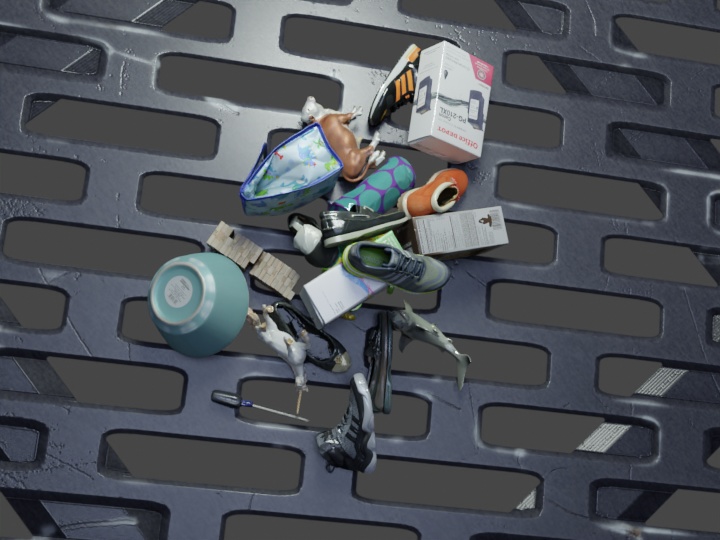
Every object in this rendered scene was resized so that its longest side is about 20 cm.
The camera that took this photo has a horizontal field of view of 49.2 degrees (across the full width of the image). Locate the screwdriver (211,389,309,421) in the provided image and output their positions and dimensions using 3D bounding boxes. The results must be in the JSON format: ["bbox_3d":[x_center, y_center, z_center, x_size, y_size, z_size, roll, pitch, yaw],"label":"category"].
[{"bbox_3d":[-0.194,0.264,1.530,0.195,0.028,0.030,12,51,-7],"label":"screwdriver"}]

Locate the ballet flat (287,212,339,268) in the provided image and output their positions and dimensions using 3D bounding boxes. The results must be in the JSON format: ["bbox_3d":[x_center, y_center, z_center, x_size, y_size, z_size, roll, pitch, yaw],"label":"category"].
[{"bbox_3d":[-0.101,-0.061,1.510,0.068,0.200,0.069,34,95,-29],"label":"ballet flat"}]

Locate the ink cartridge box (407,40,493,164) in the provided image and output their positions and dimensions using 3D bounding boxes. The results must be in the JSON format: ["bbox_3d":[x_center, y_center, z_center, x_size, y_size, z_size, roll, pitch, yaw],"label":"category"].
[{"bbox_3d":[0.186,-0.340,1.616,0.142,0.084,0.205,15,79,-33],"label":"ink cartridge box"}]

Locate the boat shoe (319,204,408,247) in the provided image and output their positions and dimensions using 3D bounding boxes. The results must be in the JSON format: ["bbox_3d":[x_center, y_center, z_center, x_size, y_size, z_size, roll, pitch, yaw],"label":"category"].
[{"bbox_3d":[0.010,-0.094,1.460,0.197,0.071,0.069,-13,81,-37],"label":"boat shoe"}]

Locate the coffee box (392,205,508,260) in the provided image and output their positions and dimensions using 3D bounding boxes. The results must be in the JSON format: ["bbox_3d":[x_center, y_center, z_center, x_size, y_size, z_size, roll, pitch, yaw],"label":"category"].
[{"bbox_3d":[0.178,-0.068,1.567,0.196,0.114,0.082,-9,83,-19],"label":"coffee box"}]

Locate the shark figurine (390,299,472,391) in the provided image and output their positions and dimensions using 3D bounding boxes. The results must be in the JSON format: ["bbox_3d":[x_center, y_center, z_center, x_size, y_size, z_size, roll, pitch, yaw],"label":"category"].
[{"bbox_3d":[0.125,0.145,1.578,0.213,0.129,0.090,35,104,-19],"label":"shark figurine"}]

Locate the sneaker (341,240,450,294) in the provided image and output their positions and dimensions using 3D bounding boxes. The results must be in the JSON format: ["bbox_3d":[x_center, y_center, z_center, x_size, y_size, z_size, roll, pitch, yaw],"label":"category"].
[{"bbox_3d":[0.065,-0.006,1.389,0.195,0.081,0.076,10,81,-7],"label":"sneaker"}]

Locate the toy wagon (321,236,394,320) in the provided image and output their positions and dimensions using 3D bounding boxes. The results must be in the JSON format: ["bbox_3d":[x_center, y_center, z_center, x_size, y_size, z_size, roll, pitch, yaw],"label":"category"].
[{"bbox_3d":[0.000,0.000,1.588,0.152,0.040,0.204,17,79,-4],"label":"toy wagon"}]

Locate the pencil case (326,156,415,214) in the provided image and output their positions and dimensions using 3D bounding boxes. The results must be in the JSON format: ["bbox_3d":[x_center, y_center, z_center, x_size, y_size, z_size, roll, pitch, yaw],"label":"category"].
[{"bbox_3d":[0.021,-0.146,1.565,0.199,0.091,0.086,-39,127,-30],"label":"pencil case"}]

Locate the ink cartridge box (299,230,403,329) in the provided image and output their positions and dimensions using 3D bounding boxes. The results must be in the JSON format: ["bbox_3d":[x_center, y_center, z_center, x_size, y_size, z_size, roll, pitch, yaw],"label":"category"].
[{"bbox_3d":[-0.013,0.022,1.490,0.198,0.145,0.085,-32,87,-10],"label":"ink cartridge box"}]

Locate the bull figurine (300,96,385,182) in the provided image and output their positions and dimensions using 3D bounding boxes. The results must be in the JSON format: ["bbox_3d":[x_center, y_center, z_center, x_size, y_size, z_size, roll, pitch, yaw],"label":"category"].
[{"bbox_3d":[-0.036,-0.277,1.612,0.120,0.065,0.202,-30,83,-10],"label":"bull figurine"}]

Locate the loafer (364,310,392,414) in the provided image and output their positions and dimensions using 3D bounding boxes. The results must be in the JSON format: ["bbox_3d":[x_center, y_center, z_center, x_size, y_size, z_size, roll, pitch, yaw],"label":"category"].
[{"bbox_3d":[0.032,0.180,1.552,0.061,0.072,0.205,1,83,-1],"label":"loafer"}]

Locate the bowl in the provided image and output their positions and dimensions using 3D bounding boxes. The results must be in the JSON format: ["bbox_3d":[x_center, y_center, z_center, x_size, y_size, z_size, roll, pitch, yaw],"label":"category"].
[{"bbox_3d":[-0.318,0.054,1.470,0.196,0.105,0.206,-4,77,15],"label":"bowl"}]

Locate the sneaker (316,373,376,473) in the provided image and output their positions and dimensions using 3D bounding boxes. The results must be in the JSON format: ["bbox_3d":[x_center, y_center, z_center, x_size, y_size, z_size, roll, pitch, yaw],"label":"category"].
[{"bbox_3d":[-0.030,0.298,1.499,0.111,0.076,0.205,-5,106,-4],"label":"sneaker"}]

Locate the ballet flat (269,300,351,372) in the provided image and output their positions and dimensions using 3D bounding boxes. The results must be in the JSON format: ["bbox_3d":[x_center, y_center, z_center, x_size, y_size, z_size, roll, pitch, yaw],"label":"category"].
[{"bbox_3d":[-0.101,0.134,1.545,0.199,0.057,0.067,37,80,-1],"label":"ballet flat"}]

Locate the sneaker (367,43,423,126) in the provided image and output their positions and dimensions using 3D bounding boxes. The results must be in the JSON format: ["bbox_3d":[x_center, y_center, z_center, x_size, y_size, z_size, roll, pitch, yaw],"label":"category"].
[{"bbox_3d":[0.092,-0.374,1.642,0.089,0.070,0.202,31,77,1],"label":"sneaker"}]

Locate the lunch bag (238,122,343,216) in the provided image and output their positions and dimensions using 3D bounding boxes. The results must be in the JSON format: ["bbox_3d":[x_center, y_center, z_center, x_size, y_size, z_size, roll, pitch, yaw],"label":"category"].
[{"bbox_3d":[-0.146,-0.179,1.530,0.198,0.170,0.129,-33,87,-9],"label":"lunch bag"}]

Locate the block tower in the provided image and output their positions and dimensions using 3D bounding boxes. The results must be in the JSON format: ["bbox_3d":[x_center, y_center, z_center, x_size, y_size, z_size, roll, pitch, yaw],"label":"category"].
[{"bbox_3d":[-0.207,-0.016,1.556,0.198,0.054,0.058,36,79,-2],"label":"block tower"}]

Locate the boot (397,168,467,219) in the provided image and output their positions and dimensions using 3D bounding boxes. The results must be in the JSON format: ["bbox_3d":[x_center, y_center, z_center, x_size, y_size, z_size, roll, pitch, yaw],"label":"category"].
[{"bbox_3d":[0.174,-0.156,1.577,0.199,0.106,0.076,-34,106,-40],"label":"boot"}]

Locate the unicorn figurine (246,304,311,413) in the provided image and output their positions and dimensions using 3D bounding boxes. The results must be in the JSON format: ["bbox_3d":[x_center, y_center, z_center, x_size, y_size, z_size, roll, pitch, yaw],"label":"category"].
[{"bbox_3d":[-0.145,0.150,1.514,0.073,0.138,0.201,-29,66,-23],"label":"unicorn figurine"}]
